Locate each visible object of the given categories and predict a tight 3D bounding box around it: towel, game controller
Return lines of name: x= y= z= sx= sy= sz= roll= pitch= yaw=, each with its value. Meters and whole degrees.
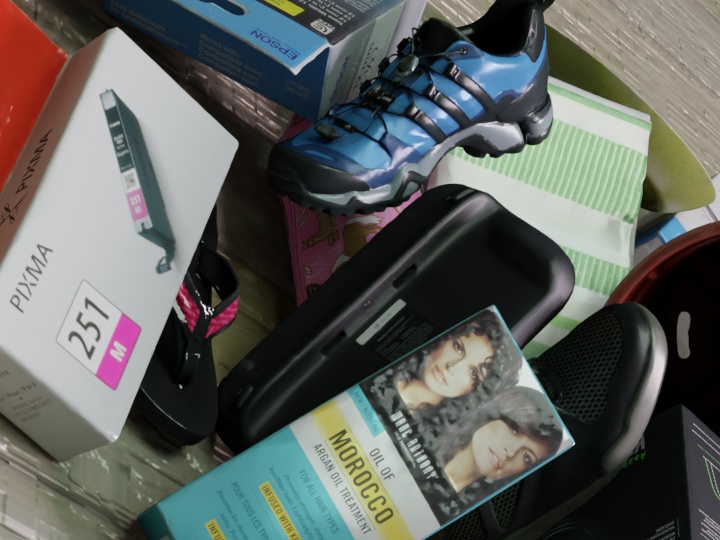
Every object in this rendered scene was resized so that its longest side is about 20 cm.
towel: x=0.100 y=-0.023 z=1.488 sx=0.152 sy=0.023 sz=0.202 roll=20 pitch=67 yaw=-25
game controller: x=0.018 y=0.037 z=1.295 sx=0.104 sy=0.200 sz=0.042 roll=38 pitch=-22 yaw=22

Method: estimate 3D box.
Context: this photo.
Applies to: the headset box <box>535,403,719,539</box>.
headset box: x=0.130 y=0.202 z=1.307 sx=0.093 sy=0.174 sz=0.201 roll=40 pitch=35 yaw=-30

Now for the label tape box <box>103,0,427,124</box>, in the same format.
label tape box: x=-0.062 y=-0.146 z=1.400 sx=0.143 sy=0.066 sz=0.200 roll=29 pitch=29 yaw=12

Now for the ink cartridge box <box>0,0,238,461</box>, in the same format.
ink cartridge box: x=-0.156 y=-0.040 z=1.188 sx=0.174 sy=0.043 sz=0.201 roll=43 pitch=45 yaw=-26

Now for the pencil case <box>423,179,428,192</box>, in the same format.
pencil case: x=0.062 y=-0.049 z=1.536 sx=0.091 sy=0.083 sz=0.201 roll=-36 pitch=95 yaw=-39

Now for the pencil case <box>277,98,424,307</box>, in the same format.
pencil case: x=0.000 y=0.000 z=1.396 sx=0.087 sy=0.082 sz=0.201 roll=48 pitch=27 yaw=-47

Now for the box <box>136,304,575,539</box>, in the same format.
box: x=-0.001 y=0.101 z=1.210 sx=0.199 sy=0.049 sz=0.083 roll=-30 pitch=87 yaw=-21

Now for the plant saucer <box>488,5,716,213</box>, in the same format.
plant saucer: x=0.153 y=-0.101 z=1.691 sx=0.200 sy=0.031 sz=0.200 roll=41 pitch=-5 yaw=4

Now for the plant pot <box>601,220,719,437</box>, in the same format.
plant pot: x=0.239 y=0.055 z=1.466 sx=0.202 sy=0.200 sz=0.195 roll=57 pitch=15 yaw=-1

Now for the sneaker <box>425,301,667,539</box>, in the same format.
sneaker: x=0.066 y=0.084 z=1.300 sx=0.114 sy=0.199 sz=0.076 roll=31 pitch=23 yaw=-38

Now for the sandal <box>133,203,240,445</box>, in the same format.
sandal: x=-0.092 y=0.000 z=1.289 sx=0.075 sy=0.045 sz=0.201 roll=36 pitch=35 yaw=-34

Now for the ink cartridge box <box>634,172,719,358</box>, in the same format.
ink cartridge box: x=0.244 y=0.006 z=1.782 sx=0.116 sy=0.068 sz=0.200 roll=57 pitch=28 yaw=-3

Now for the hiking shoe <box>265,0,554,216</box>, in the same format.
hiking shoe: x=0.025 y=-0.095 z=1.360 sx=0.074 sy=0.087 sz=0.199 roll=27 pitch=38 yaw=37
